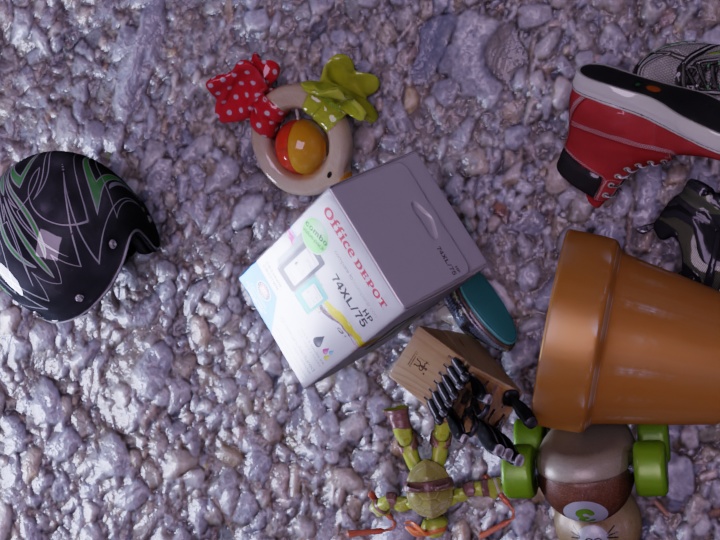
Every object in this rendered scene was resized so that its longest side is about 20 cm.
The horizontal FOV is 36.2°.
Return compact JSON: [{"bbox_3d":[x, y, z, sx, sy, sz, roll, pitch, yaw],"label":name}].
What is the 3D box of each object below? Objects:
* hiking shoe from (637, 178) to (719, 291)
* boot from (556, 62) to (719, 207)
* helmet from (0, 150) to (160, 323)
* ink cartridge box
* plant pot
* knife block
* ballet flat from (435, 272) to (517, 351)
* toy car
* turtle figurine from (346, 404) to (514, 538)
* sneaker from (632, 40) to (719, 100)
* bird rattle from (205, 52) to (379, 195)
[{"bbox_3d":[0.384,0.005,1.154,0.101,0.075,0.201,-43,73,23],"label":"hiking shoe"},{"bbox_3d":[0.303,-0.117,1.145,0.198,0.072,0.146,25,127,27],"label":"boot"},{"bbox_3d":[-0.345,-0.040,1.282,0.197,0.190,0.204,0,91,16],"label":"helmet"},{"bbox_3d":[0.000,0.000,1.171,0.148,0.145,0.200,57,136,8],"label":"ink cartridge box"},{"bbox_3d":[0.280,0.075,1.111,0.180,0.200,0.204,11,94,13],"label":"plant pot"},{"bbox_3d":[0.126,0.133,1.137,0.175,0.199,0.064,37,100,26],"label":"knife block"},{"bbox_3d":[0.100,0.014,1.235,0.074,0.074,0.201,-34,80,13],"label":"ballet flat"},{"bbox_3d":[0.247,0.263,1.157,0.162,0.158,0.203,-5,101,19],"label":"toy car"},{"bbox_3d":[0.067,0.233,1.239,0.197,0.064,0.164,-10,88,15],"label":"turtle figurine"},{"bbox_3d":[0.381,-0.204,1.136,0.197,0.085,0.079,1,91,16],"label":"sneaker"},{"bbox_3d":[-0.078,-0.165,1.259,0.197,0.113,0.166,-1,107,18],"label":"bird rattle"}]
